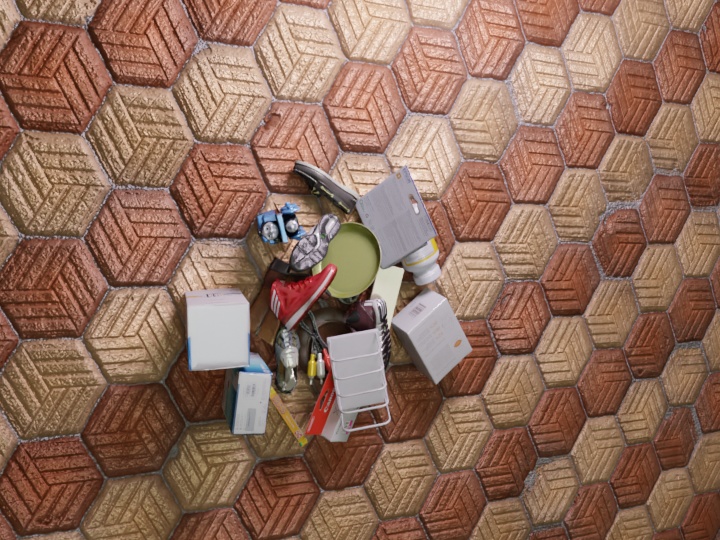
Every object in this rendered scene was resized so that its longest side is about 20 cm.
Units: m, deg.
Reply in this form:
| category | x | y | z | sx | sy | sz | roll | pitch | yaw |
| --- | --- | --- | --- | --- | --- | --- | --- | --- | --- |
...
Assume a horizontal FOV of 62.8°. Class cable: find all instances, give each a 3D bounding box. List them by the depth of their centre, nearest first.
| category | x | y | z | sx | sy | sz | roll | pitch | yaw |
| --- | --- | --- | --- | --- | --- | --- | --- | --- | --- |
| cable | -0.110 | 0.193 | 1.551 | 0.094 | 0.050 | 0.207 | -13 | 101 | -17 |

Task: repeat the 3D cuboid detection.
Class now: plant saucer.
| category | x | y | z | sx | sy | sz | roll | pitch | yaw |
| --- | --- | --- | --- | --- | --- | --- | --- | --- | --- |
| plant saucer | -0.035 | -0.024 | 1.549 | 0.193 | 0.031 | 0.207 | -5 | 72 | 17 |
| plant saucer | -0.084 | 0.206 | 1.610 | 0.193 | 0.037 | 0.208 | -3 | 97 | -20 |

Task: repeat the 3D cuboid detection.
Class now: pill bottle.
| category | x | y | z | sx | sy | sz | roll | pitch | yaw |
| --- | --- | --- | --- | --- | --- | --- | --- | --- | --- |
| pill bottle | 0.152 | -0.070 | 1.628 | 0.110 | 0.112 | 0.205 | -28 | 106 | -15 |

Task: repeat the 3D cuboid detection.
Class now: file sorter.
| category | x | y | z | sx | sy | sz | roll | pitch | yaw |
| --- | --- | --- | --- | --- | --- | --- | --- | --- | --- |
| file sorter | -0.001 | 0.275 | 1.476 | 0.134 | 0.125 | 0.207 | -9 | 108 | -2 |

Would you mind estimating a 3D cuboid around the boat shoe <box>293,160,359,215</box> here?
| category | x | y | z | sx | sy | sz | roll | pitch | yaw |
| --- | --- | --- | --- | --- | --- | --- | --- | --- | --- |
| boat shoe | -0.094 | -0.215 | 1.535 | 0.197 | 0.071 | 0.062 | 28 | 86 | -22 |

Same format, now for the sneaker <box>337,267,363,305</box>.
| category | x | y | z | sx | sy | sz | roll | pitch | yaw |
| --- | --- | --- | --- | --- | --- | --- | --- | --- | --- |
| sneaker | 0.000 | 0.000 | 1.589 | 0.075 | 0.088 | 0.207 | 16 | 91 | -22 |

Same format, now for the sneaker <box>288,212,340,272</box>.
| category | x | y | z | sx | sy | sz | roll | pitch | yaw |
| --- | --- | --- | --- | --- | --- | --- | --- | --- | --- |
| sneaker | -0.130 | -0.051 | 1.502 | 0.076 | 0.115 | 0.202 | 43 | 52 | -7 |

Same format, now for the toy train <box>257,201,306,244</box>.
| category | x | y | z | sx | sy | sz | roll | pitch | yaw |
| --- | --- | --- | --- | --- | --- | --- | --- | --- | --- |
| toy train | -0.197 | -0.110 | 1.444 | 0.111 | 0.200 | 0.090 | -18 | 103 | -7 |

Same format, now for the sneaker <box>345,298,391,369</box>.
| category | x | y | z | sx | sy | sz | roll | pitch | yaw |
| --- | --- | --- | --- | --- | --- | --- | --- | --- | --- |
| sneaker | 0.018 | 0.170 | 1.572 | 0.112 | 0.075 | 0.208 | 2 | 105 | 22 |

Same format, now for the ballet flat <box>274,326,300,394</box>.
| category | x | y | z | sx | sy | sz | roll | pitch | yaw |
| --- | --- | --- | --- | --- | --- | --- | --- | --- | --- |
| ballet flat | -0.183 | 0.240 | 1.515 | 0.070 | 0.073 | 0.206 | -6 | 126 | -20 |

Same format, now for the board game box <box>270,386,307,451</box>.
| category | x | y | z | sx | sy | sz | roll | pitch | yaw |
| --- | --- | --- | --- | --- | --- | --- | --- | --- | --- |
| board game box | -0.199 | 0.379 | 1.552 | 0.029 | 0.095 | 0.204 | -31 | 106 | -15 |

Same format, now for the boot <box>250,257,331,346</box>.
| category | x | y | z | sx | sy | sz | roll | pitch | yaw |
| --- | --- | --- | --- | --- | --- | --- | --- | --- | --- |
| boot | -0.189 | 0.096 | 1.506 | 0.184 | 0.069 | 0.205 | 26 | 86 | 4 |

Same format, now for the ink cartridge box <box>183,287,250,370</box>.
| category | x | y | z | sx | sy | sz | roll | pitch | yaw |
| --- | --- | --- | --- | --- | --- | --- | --- | --- | --- |
| ink cartridge box | -0.346 | 0.135 | 1.409 | 0.140 | 0.199 | 0.153 | -3 | 98 | -18 |

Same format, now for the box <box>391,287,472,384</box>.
| category | x | y | z | sx | sy | sz | roll | pitch | yaw |
| --- | --- | --- | --- | --- | --- | --- | --- | --- | --- |
| box | 0.200 | 0.184 | 1.665 | 0.151 | 0.106 | 0.203 | -38 | 118 | -14 |

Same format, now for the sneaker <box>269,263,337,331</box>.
| category | x | y | z | sx | sy | sz | roll | pitch | yaw |
| --- | --- | --- | --- | --- | --- | --- | --- | --- | --- |
| sneaker | -0.151 | 0.039 | 1.441 | 0.115 | 0.078 | 0.201 | 40 | 98 | 2 |

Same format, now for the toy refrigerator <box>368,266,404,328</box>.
| category | x | y | z | sx | sy | sz | roll | pitch | yaw |
| --- | --- | --- | --- | --- | --- | --- | --- | --- | --- |
| toy refrigerator | 0.059 | 0.085 | 1.628 | 0.073 | 0.070 | 0.207 | 13 | 92 | -3 |

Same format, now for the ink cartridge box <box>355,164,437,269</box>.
| category | x | y | z | sx | sy | sz | roll | pitch | yaw |
| --- | --- | --- | --- | --- | --- | --- | --- | --- | --- |
| ink cartridge box | 0.095 | -0.136 | 1.532 | 0.043 | 0.197 | 0.202 | -11 | 75 | -53 |

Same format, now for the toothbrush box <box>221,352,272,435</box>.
| category | x | y | z | sx | sy | sz | roll | pitch | yaw |
| --- | --- | --- | --- | --- | --- | --- | --- | --- | --- |
| toothbrush box | -0.283 | 0.297 | 1.454 | 0.082 | 0.199 | 0.152 | 7 | 95 | -20 |

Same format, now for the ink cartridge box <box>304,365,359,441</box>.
| category | x | y | z | sx | sy | sz | roll | pitch | yaw |
| --- | --- | --- | --- | --- | --- | --- | --- | --- | --- |
| ink cartridge box | -0.055 | 0.358 | 1.587 | 0.173 | 0.043 | 0.206 | 26 | 85 | -60 |
